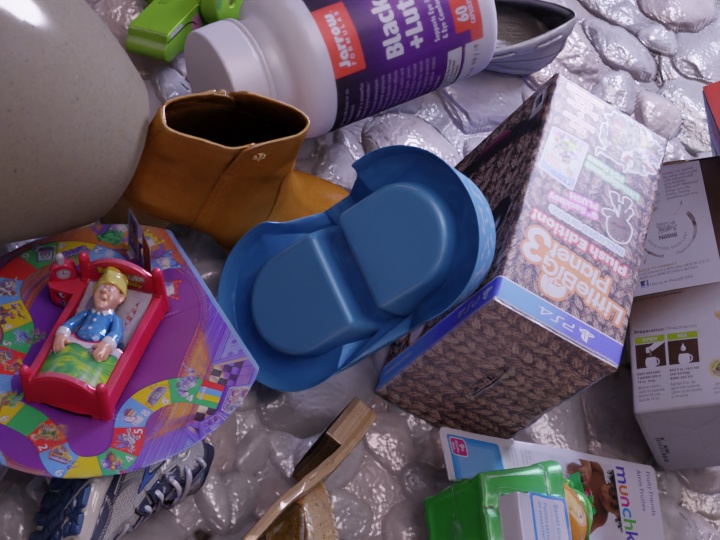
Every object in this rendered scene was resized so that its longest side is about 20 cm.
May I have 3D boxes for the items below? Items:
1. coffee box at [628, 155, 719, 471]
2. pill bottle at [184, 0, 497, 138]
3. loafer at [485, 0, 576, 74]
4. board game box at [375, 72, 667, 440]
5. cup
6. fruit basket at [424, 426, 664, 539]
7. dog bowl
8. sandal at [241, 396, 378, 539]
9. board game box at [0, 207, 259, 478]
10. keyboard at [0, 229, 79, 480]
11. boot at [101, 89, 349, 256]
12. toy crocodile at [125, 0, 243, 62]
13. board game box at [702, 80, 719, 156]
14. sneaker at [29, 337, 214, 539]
[{"bbox_3d":[0.242,0.031,1.226,0.114,0.080,0.200,56,31,-57],"label":"coffee box"},{"bbox_3d":[-0.015,-0.157,1.153,0.200,0.111,0.112,-24,78,-22],"label":"pill bottle"},{"bbox_3d":[0.076,-0.189,1.283,0.200,0.070,0.070,-5,68,-33],"label":"loafer"},{"bbox_3d":[0.111,-0.004,1.148,0.097,0.159,0.200,29,53,-14],"label":"board game box"},{"bbox_3d":[-0.213,-0.096,0.998,0.143,0.200,0.201,21,55,-37],"label":"cup"},{"bbox_3d":[0.142,0.200,1.101,0.200,0.094,0.186,12,60,-29],"label":"fruit basket"},{"bbox_3d":[0.000,0.000,1.066,0.050,0.200,0.112,-1,62,-61],"label":"dog bowl"},{"bbox_3d":[-0.030,0.165,1.026,0.070,0.078,0.212,40,47,1],"label":"sandal"},{"bbox_3d":[-0.159,0.031,0.981,0.158,0.039,0.200,-22,49,-18],"label":"board game box"},{"bbox_3d":[-0.205,0.058,1.022,0.056,0.011,0.200,37,52,-9],"label":"keyboard"},{"bbox_3d":[-0.060,-0.061,1.086,0.201,0.144,0.071,1,65,-30],"label":"boot"},{"bbox_3d":[-0.099,-0.211,1.201,0.067,0.062,0.200,13,49,25],"label":"toy crocodile"},{"bbox_3d":[0.311,-0.046,1.282,0.040,0.200,0.153,-20,71,9],"label":"board game box"},{"bbox_3d":[-0.129,0.118,0.996,0.085,0.077,0.200,30,54,-19],"label":"sneaker"}]
